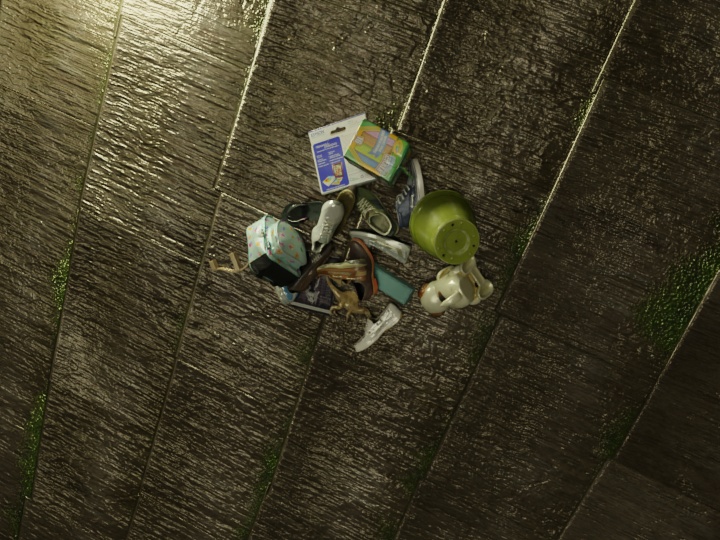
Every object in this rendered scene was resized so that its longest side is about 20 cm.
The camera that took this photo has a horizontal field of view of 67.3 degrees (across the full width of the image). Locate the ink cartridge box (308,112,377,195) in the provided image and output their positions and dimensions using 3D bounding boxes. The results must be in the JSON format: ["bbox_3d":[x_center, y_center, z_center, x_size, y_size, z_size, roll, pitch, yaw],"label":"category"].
[{"bbox_3d":[-0.047,-0.353,1.659,0.195,0.047,0.203,-13,86,18],"label":"ink cartridge box"}]

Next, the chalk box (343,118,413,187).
[{"bbox_3d":[0.071,-0.323,1.548,0.198,0.124,0.125,29,95,6],"label":"chalk box"}]

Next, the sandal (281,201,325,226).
[{"bbox_3d":[-0.189,-0.183,1.708,0.198,0.048,0.077,-8,95,39],"label":"sandal"}]

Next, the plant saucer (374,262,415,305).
[{"bbox_3d":[0.076,0.035,1.733,0.198,0.019,0.070,32,108,5],"label":"plant saucer"}]

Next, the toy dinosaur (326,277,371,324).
[{"bbox_3d":[-0.057,0.105,1.774,0.199,0.058,0.102,38,94,-4],"label":"toy dinosaur"}]

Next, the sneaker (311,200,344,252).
[{"bbox_3d":[-0.100,-0.129,1.635,0.069,0.081,0.201,16,139,-12],"label":"sneaker"}]

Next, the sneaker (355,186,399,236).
[{"bbox_3d":[0.036,-0.181,1.655,0.200,0.090,0.067,46,110,2],"label":"sneaker"}]

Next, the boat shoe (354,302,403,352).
[{"bbox_3d":[0.045,0.180,1.744,0.200,0.071,0.069,-43,98,10],"label":"boat shoe"}]

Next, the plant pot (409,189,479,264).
[{"bbox_3d":[0.252,-0.110,1.532,0.197,0.193,0.204,-2,110,-4],"label":"plant pot"}]

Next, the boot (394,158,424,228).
[{"bbox_3d":[0.144,-0.227,1.619,0.089,0.073,0.203,-8,101,1],"label":"boot"}]

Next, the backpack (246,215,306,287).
[{"bbox_3d":[-0.268,-0.075,1.704,0.153,0.175,0.202,-37,52,18],"label":"backpack"}]

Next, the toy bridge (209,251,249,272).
[{"bbox_3d":[-0.425,-0.029,1.845,0.197,0.027,0.068,-19,98,18],"label":"toy bridge"}]

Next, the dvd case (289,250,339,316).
[{"bbox_3d":[-0.153,0.040,1.795,0.146,0.016,0.203,12,104,11],"label":"dvd case"}]

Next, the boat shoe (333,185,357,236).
[{"bbox_3d":[-0.059,-0.182,1.682,0.071,0.066,0.201,38,136,4],"label":"boat shoe"}]

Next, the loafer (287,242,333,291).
[{"bbox_3d":[-0.155,-0.012,1.749,0.200,0.071,0.073,-47,45,11],"label":"loafer"}]

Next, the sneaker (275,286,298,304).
[{"bbox_3d":[-0.272,0.014,1.795,0.072,0.072,0.202,-29,87,-2],"label":"sneaker"}]

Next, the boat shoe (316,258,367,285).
[{"bbox_3d":[-0.057,0.010,1.643,0.198,0.075,0.075,-6,95,47],"label":"boat shoe"}]

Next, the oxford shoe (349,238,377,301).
[{"bbox_3d":[0.000,0.000,1.678,0.070,0.072,0.203,2,117,42],"label":"oxford shoe"}]

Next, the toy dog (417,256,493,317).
[{"bbox_3d":[0.266,0.071,1.611,0.140,0.195,0.199,46,143,-13],"label":"toy dog"}]

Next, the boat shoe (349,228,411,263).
[{"bbox_3d":[0.058,-0.081,1.683,0.199,0.074,0.066,17,102,3],"label":"boat shoe"}]
